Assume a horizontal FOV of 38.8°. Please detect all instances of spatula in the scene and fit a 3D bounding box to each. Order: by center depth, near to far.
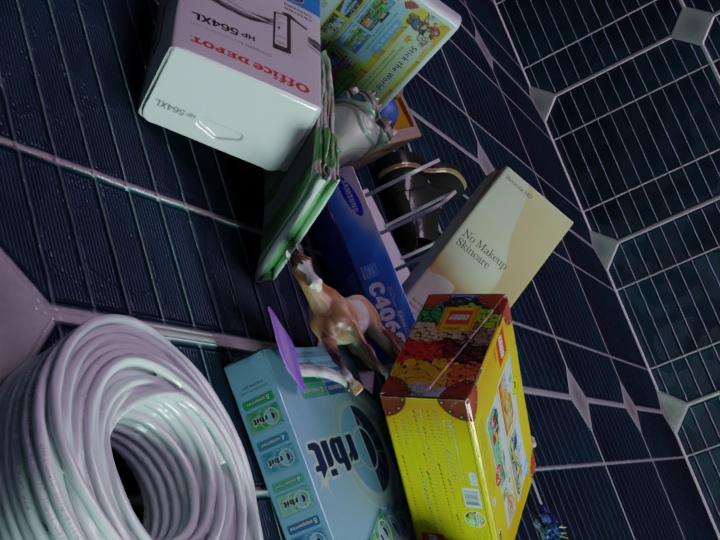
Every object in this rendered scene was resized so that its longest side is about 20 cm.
[{"bbox_3d":[-0.025,0.092,0.869,0.200,0.021,0.057,40,26,-50],"label":"spatula"}]

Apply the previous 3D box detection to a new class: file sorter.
[{"bbox_3d":[0.074,-0.022,1.229,0.200,0.124,0.139,63,20,-3],"label":"file sorter"}]

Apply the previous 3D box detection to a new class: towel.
[{"bbox_3d":[-0.064,-0.101,0.973,0.023,0.153,0.200,17,42,-21],"label":"towel"}]

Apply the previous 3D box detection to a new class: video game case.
[{"bbox_3d":[-0.024,-0.249,1.070,0.182,0.200,0.023,32,47,-16],"label":"video game case"}]

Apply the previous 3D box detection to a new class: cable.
[{"bbox_3d":[-0.136,0.129,0.615,0.200,0.069,0.200,44,27,-42],"label":"cable"}]

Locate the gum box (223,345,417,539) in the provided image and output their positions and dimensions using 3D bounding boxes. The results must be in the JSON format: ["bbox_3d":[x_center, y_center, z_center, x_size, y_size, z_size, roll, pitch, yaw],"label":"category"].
[{"bbox_3d":[-0.026,0.164,0.876,0.170,0.045,0.200,7,59,-67],"label":"gum box"}]

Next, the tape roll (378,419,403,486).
[{"bbox_3d":[0.095,0.196,1.051,0.200,0.048,0.201,22,60,-45],"label":"tape roll"}]

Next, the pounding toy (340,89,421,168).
[{"bbox_3d":[-0.001,-0.233,1.262,0.184,0.142,0.200,64,20,-2],"label":"pounding toy"}]

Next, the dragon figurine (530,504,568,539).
[{"bbox_3d":[0.211,0.368,1.146,0.059,0.099,0.200,19,49,-62],"label":"dragon figurine"}]

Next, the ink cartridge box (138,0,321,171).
[{"bbox_3d":[-0.116,-0.204,0.954,0.146,0.084,0.200,20,40,-22],"label":"ink cartridge box"}]

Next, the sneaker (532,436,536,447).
[{"bbox_3d":[0.157,0.234,1.231,0.081,0.075,0.200,48,20,-5],"label":"sneaker"}]

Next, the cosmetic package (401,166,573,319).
[{"bbox_3d":[0.129,-0.005,1.122,0.105,0.200,0.071,38,-9,-7],"label":"cosmetic package"}]

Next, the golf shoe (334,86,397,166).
[{"bbox_3d":[-0.051,-0.139,1.075,0.078,0.097,0.200,56,-21,-15],"label":"golf shoe"}]

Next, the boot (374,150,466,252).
[{"bbox_3d":[0.098,-0.081,1.450,0.200,0.077,0.138,6,64,-52],"label":"boot"}]

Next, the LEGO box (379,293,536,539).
[{"bbox_3d":[0.093,0.143,0.906,0.149,0.077,0.200,-58,141,-52],"label":"LEGO box"}]

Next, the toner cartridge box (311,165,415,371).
[{"bbox_3d":[0.000,0.000,1.070,0.200,0.043,0.095,68,-18,8],"label":"toner cartridge box"}]

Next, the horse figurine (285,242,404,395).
[{"bbox_3d":[-0.001,0.058,0.919,0.133,0.050,0.200,55,12,23],"label":"horse figurine"}]
